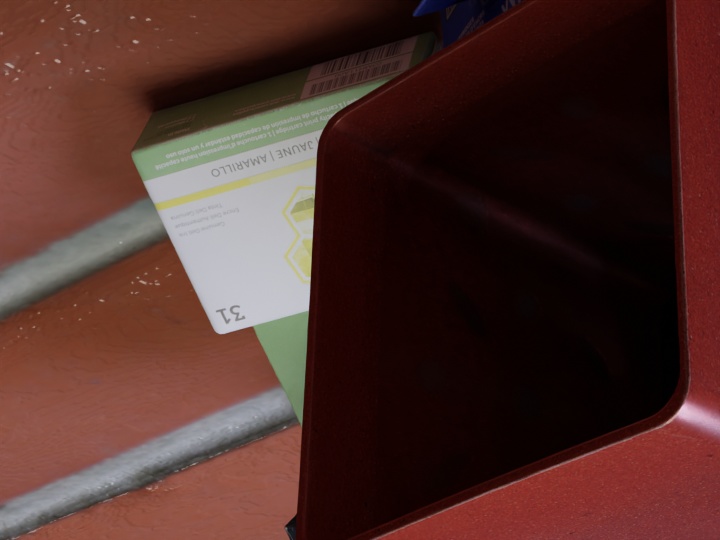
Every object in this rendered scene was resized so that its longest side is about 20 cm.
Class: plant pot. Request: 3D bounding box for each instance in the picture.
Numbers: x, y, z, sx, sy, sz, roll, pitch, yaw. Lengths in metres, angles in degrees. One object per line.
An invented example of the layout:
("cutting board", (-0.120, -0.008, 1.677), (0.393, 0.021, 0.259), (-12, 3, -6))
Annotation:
("plant pot", (0.109, 0.022, 0.877), (0.176, 0.200, 0.200), (24, 145, -33))

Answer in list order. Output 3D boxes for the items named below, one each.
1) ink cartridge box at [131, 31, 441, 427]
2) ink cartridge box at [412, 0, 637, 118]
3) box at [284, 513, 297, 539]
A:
("ink cartridge box", (0.000, 0.000, 1.050), (0.145, 0.048, 0.200), (-15, 117, 17))
("ink cartridge box", (0.120, -0.117, 0.919), (0.200, 0.077, 0.136), (9, 149, -20))
("box", (0.091, 0.136, 1.076), (0.200, 0.115, 0.132), (-12, 109, 33))
